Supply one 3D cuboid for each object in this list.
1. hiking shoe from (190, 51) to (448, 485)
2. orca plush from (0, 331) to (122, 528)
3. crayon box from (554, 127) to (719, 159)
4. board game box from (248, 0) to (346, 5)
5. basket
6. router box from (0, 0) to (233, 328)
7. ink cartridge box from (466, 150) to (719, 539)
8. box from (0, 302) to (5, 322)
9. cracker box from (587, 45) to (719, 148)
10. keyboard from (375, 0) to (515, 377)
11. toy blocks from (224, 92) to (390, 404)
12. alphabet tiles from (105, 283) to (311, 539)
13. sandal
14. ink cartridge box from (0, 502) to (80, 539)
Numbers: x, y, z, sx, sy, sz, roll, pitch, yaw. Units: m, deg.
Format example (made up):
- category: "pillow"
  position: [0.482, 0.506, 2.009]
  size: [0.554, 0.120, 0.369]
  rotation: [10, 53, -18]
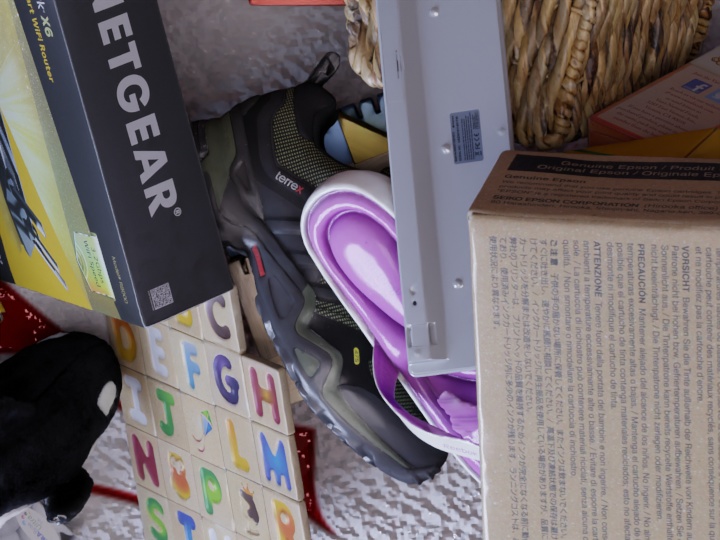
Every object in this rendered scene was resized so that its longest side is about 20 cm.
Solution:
- category: "hiking shoe"
  position: [0.000, 0.000, 1.383]
  size: [0.101, 0.076, 0.200]
  rotation: [-30, 86, 5]
- category: "orca plush"
  position: [-0.194, 0.077, 1.434]
  size: [0.200, 0.105, 0.071]
  rotation: [-21, 149, -25]
- category: "crayon box"
  position: [0.112, 0.011, 1.311]
  size: [0.200, 0.052, 0.126]
  rotation: [-7, 113, 41]
- category: "board game box"
  position: [0.021, -0.226, 1.411]
  size: [0.153, 0.040, 0.201]
  rotation: [-1, 108, -2]
- category: "basket"
  position: [0.085, -0.170, 1.379]
  size: [0.142, 0.149, 0.201]
  rotation: [22, 109, 25]
- category: "router box"
  position: [-0.141, -0.084, 1.389]
  size: [0.052, 0.157, 0.201]
  rotation: [-24, 110, -28]
- category: "ink cartridge box"
  position: [0.133, 0.057, 1.219]
  size: [0.164, 0.075, 0.201]
  rotation: [3, 114, 14]
- category: "box"
  position: [-0.281, 0.008, 1.403]
  size: [0.049, 0.200, 0.160]
  rotation: [-9, 113, 47]
- category: "cracker box"
  position: [0.191, -0.042, 1.397]
  size: [0.200, 0.058, 0.134]
  rotation: [-30, 131, -35]
- category: "keyboard"
  position: [0.039, -0.056, 1.293]
  size: [0.056, 0.011, 0.201]
  rotation: [-7, 83, 12]
- category: "toy blocks"
  position: [0.008, -0.024, 1.459]
  size: [0.200, 0.100, 0.137]
  rotation: [-20, 96, 4]
- category: "alphabet tiles"
  position: [-0.073, 0.092, 1.455]
  size: [0.006, 0.166, 0.201]
  rotation: [-19, 111, -29]
- category: "sandal"
  position: [0.039, 0.047, 1.318]
  size: [0.203, 0.050, 0.082]
  rotation: [47, 132, 4]
- category: "ink cartridge box"
  position: [-0.258, 0.143, 1.448]
  size: [0.198, 0.200, 0.043]
  rotation: [44, 140, -15]
